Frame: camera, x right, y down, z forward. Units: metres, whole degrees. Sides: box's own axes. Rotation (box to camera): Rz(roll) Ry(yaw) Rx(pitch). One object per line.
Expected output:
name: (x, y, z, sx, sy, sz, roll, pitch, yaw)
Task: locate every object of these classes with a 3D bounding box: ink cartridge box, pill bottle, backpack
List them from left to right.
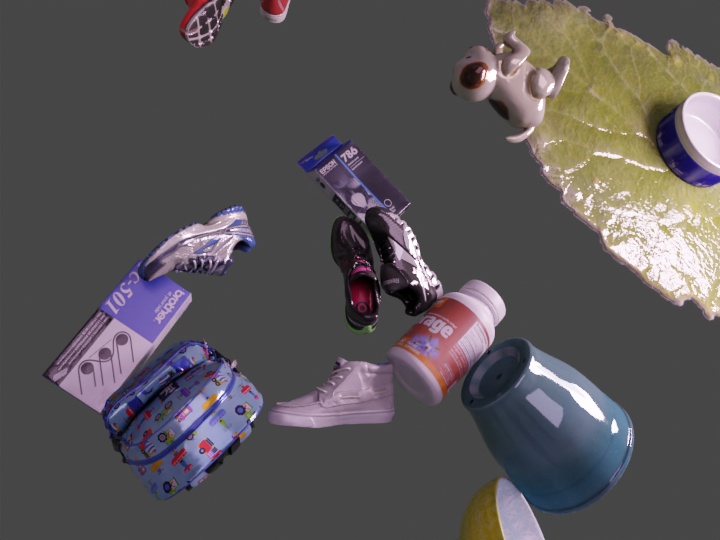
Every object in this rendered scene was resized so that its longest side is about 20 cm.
ink cartridge box: (-0.341, 0.092, 0.741, 0.093, 0.044, 0.201, 34, 66, -4)
backpack: (-0.221, 0.180, 0.648, 0.182, 0.199, 0.135, -41, 105, -23)
ink cartridge box: (-0.012, -0.156, 0.923, 0.200, 0.039, 0.099, 45, 67, 3)
pill bottle: (0.143, 0.109, 0.835, 0.200, 0.112, 0.112, -41, 86, -24)

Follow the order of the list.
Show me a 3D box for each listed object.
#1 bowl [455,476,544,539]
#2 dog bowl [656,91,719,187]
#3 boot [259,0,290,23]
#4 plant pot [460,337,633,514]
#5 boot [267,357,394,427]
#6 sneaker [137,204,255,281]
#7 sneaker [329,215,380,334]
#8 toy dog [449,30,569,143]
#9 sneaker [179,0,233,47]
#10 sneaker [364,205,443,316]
bowl: (0.193, 0.413, 0.735, 0.107, 0.199, 0.203, -28, 78, 20)
dog bowl: (0.781, -0.295, 1.173, 0.196, 0.079, 0.204, 5, 70, -14)
boot: (-0.146, -0.599, 0.979, 0.071, 0.144, 0.203, 10, 68, -10)
plant pot: (0.256, 0.211, 0.765, 0.188, 0.200, 0.201, 43, 66, -11)
boot: (-0.041, 0.179, 0.775, 0.197, 0.073, 0.097, 3, 84, -24)
sneaker: (-0.235, -0.027, 0.780, 0.199, 0.077, 0.086, -36, 97, -40)
sneaker: (0.000, 0.000, 0.847, 0.075, 0.084, 0.203, -9, 74, -19)
toy dog: (0.278, -0.374, 1.043, 0.197, 0.140, 0.197, 16, 104, -11)
sneaker: (-0.292, -0.486, 0.944, 0.084, 0.077, 0.202, 17, 57, -4)
sneaker: (0.061, -0.010, 0.848, 0.090, 0.066, 0.202, -43, 105, -41)
